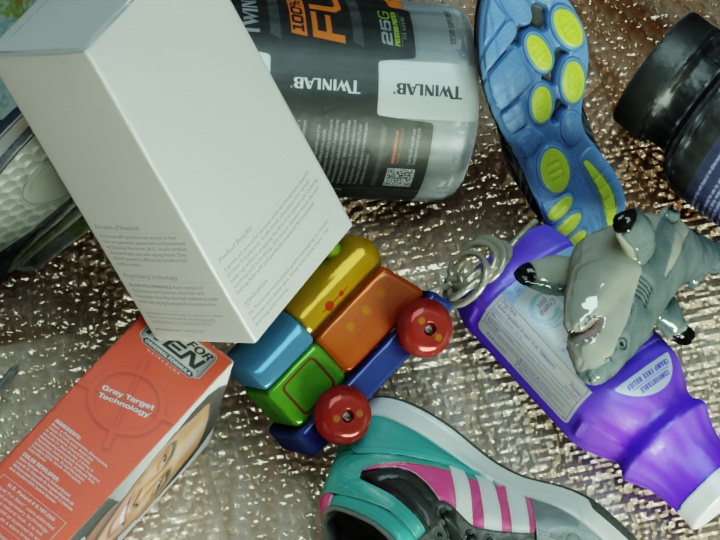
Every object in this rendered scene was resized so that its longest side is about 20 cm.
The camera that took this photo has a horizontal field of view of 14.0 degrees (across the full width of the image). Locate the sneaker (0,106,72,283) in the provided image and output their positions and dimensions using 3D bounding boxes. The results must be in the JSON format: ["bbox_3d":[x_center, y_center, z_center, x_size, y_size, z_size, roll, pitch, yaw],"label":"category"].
[{"bbox_3d":[-0.231,-0.076,1.666,0.077,0.202,0.146,2,50,-46],"label":"sneaker"}]

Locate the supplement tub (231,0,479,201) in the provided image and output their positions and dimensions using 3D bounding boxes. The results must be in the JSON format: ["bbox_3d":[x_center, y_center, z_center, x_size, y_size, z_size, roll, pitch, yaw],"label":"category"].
[{"bbox_3d":[-0.036,-0.106,1.767,0.199,0.123,0.123,2,59,-12],"label":"supplement tub"}]

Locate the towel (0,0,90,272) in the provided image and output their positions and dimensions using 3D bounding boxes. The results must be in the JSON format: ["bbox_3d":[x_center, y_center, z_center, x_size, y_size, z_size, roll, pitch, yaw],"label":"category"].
[{"bbox_3d":[-0.170,-0.115,1.716,0.048,0.171,0.201,19,50,-41],"label":"towel"}]

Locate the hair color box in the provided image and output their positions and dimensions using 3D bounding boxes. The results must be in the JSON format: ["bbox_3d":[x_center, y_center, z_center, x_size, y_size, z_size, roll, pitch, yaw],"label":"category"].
[{"bbox_3d":[-0.158,0.121,1.614,0.061,0.102,0.200,35,59,10],"label":"hair color box"}]

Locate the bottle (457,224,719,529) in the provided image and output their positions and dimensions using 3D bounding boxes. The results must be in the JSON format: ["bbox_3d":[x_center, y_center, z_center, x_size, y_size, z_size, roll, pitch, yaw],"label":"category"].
[{"bbox_3d":[0.147,0.066,1.740,0.083,0.065,0.200,-31,71,-34],"label":"bottle"}]

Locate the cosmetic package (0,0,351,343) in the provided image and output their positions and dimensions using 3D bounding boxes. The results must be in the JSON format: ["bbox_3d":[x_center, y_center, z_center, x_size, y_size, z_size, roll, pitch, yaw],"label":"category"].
[{"bbox_3d":[-0.099,-0.070,1.568,0.108,0.085,0.200,-49,124,-35],"label":"cosmetic package"}]

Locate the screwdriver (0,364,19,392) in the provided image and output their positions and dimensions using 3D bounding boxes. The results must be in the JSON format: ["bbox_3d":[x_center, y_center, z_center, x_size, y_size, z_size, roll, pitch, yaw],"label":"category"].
[{"bbox_3d":[-0.249,0.125,1.636,0.200,0.028,0.029,-46,108,-32],"label":"screwdriver"}]

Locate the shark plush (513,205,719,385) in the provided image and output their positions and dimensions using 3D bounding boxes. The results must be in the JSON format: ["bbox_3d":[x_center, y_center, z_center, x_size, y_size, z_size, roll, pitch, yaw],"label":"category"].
[{"bbox_3d":[0.168,0.013,1.732,0.200,0.091,0.084,-12,76,-63],"label":"shark plush"}]

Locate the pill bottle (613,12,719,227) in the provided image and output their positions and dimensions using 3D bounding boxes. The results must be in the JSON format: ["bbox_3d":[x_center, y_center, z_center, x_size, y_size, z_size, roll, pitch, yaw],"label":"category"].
[{"bbox_3d":[0.260,-0.068,1.820,0.200,0.112,0.112,38,59,10],"label":"pill bottle"}]

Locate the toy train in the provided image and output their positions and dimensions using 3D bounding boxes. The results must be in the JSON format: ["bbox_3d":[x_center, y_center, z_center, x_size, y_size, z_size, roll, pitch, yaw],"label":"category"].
[{"bbox_3d":[0.000,0.000,1.687,0.200,0.085,0.116,-46,109,-15],"label":"toy train"}]

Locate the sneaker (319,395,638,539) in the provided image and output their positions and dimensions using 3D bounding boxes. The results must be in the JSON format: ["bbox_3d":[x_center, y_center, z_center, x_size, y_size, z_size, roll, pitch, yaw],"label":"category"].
[{"bbox_3d":[0.059,0.162,1.649,0.200,0.084,0.121,28,52,13],"label":"sneaker"}]

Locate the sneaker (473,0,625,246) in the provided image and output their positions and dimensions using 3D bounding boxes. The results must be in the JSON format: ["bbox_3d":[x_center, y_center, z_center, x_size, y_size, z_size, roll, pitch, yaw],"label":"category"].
[{"bbox_3d":[0.103,-0.101,1.766,0.071,0.200,0.083,-30,40,-11],"label":"sneaker"}]
